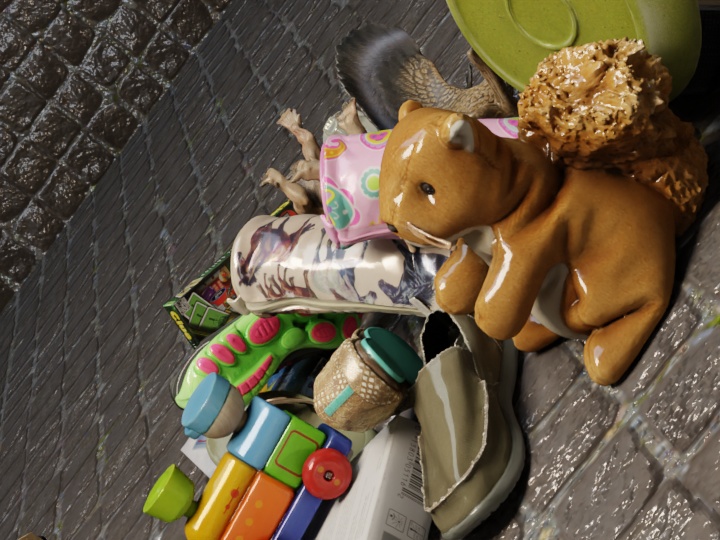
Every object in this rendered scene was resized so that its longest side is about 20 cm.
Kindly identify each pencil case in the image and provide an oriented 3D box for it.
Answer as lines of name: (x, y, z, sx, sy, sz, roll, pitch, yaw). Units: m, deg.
pencil case: (0.000, 0.000, 1.233, 0.199, 0.078, 0.090, 0, 47, 25)
pencil case: (0.072, -0.060, 1.144, 0.198, 0.088, 0.088, -3, 34, 9)

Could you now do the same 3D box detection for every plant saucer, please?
plant saucer: (0.122, -0.171, 1.052, 0.031, 0.200, 0.200, -48, 12, -28)

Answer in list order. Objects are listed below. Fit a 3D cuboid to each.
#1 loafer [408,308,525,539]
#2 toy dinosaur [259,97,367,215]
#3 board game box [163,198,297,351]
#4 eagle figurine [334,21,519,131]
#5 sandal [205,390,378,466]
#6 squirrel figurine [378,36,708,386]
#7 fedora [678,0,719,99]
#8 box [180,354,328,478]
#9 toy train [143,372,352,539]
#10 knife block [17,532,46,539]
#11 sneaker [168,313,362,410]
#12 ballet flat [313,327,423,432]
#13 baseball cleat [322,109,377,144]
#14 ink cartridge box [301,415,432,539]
loafer: (0.058, 0.094, 1.067, 0.075, 0.069, 0.200, -46, 19, 25)
toy dinosaur: (-0.002, -0.061, 1.310, 0.199, 0.135, 0.086, -5, 50, 58)
board game box: (-0.066, 0.011, 1.405, 0.200, 0.105, 0.023, -43, 20, -29)
eagle figurine: (0.080, -0.122, 1.314, 0.150, 0.153, 0.199, -22, 21, -29)
sandal: (-0.058, 0.126, 1.275, 0.200, 0.057, 0.080, 2, 63, 53)
squirrel figurine: (0.110, -0.056, 1.015, 0.200, 0.186, 0.142, -53, 17, 3)
fedora: (0.194, -0.166, 1.126, 0.201, 0.199, 0.092, -122, 35, -72)
box: (-0.085, 0.128, 1.436, 0.137, 0.038, 0.200, -55, 17, -6)
toy train: (-0.099, 0.177, 1.126, 0.201, 0.115, 0.085, -60, 12, -4)
knife block: (-0.308, 0.281, 1.525, 0.175, 0.200, 0.064, 26, 78, 43)
sneaker: (-0.078, 0.053, 1.332, 0.199, 0.077, 0.084, -29, 8, -39)
ballet flat: (0.003, 0.079, 1.148, 0.065, 0.071, 0.200, -43, -11, 6)
baseball cleat: (0.048, -0.080, 1.434, 0.070, 0.106, 0.200, -56, 46, 15)
ink cartridge box: (-0.020, 0.213, 1.114, 0.200, 0.047, 0.161, -51, 15, 42)
